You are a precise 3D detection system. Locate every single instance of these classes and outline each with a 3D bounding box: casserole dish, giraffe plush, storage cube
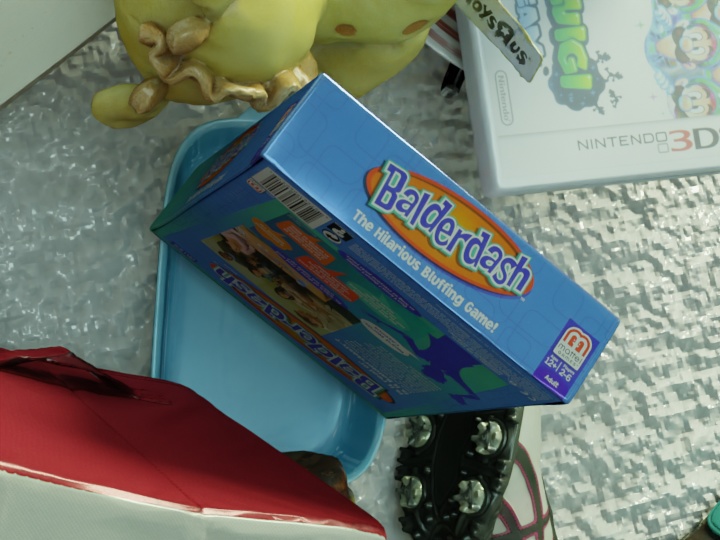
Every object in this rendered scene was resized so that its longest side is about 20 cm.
[{"bbox_3d":[-0.045,0.018,0.796,0.121,0.039,0.200,6,83,-19],"label":"casserole dish"},{"bbox_3d":[-0.044,-0.126,0.695,0.162,0.173,0.200,-24,50,-34],"label":"giraffe plush"},{"bbox_3d":[-0.125,0.140,0.640,0.171,0.180,0.200,16,94,-34],"label":"storage cube"}]

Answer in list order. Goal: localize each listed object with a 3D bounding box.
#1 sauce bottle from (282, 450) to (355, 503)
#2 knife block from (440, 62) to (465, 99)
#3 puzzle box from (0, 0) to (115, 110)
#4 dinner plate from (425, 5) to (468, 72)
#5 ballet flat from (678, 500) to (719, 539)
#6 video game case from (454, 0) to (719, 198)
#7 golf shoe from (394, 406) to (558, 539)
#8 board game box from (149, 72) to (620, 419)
[{"bbox_3d":[-0.021,0.186,0.756,0.066,0.066,0.200,-14,107,-20],"label":"sauce bottle"},{"bbox_3d":[0.123,-0.165,0.861,0.200,0.064,0.176,-23,92,-20],"label":"knife block"},{"bbox_3d":[-0.222,-0.109,0.721,0.200,0.025,0.133,-36,96,1],"label":"puzzle box"},{"bbox_3d":[0.088,-0.185,0.805,0.200,0.024,0.200,2,83,-16],"label":"dinner plate"},{"bbox_3d":[0.197,0.164,0.857,0.200,0.068,0.075,-31,116,-14],"label":"ballet flat"},{"bbox_3d":[0.132,-0.143,0.789,0.182,0.024,0.200,-7,86,-17],"label":"video game case"},{"bbox_3d":[0.066,0.133,0.814,0.088,0.077,0.200,15,81,-37],"label":"golf shoe"},{"bbox_3d":[0.000,0.000,0.688,0.152,0.200,0.045,39,72,-12],"label":"board game box"}]
